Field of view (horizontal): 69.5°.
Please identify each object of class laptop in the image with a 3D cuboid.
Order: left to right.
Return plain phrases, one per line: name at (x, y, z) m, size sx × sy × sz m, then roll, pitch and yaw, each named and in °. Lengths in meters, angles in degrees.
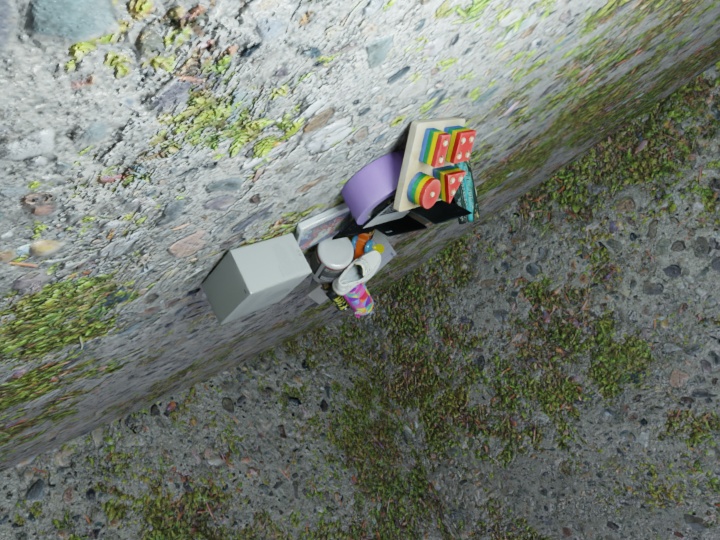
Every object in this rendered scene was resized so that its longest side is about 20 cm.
laptop at (0.052, -0.106, 1.460) m, size 0.175 × 0.105 × 0.199 m, roll -14°, pitch 165°, yaw -45°
laptop at (0.141, -0.128, 1.312) m, size 0.186 × 0.117 × 0.199 m, roll -19°, pitch 167°, yaw -48°

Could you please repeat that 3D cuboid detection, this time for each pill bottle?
pill bottle at (-0.098, -0.032, 1.632) m, size 0.114 × 0.117 × 0.200 m, roll -26°, pitch 171°, yaw -22°

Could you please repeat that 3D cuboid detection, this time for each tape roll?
tape roll at (0.057, -0.202, 1.282) m, size 0.197 × 0.086 × 0.200 m, roll -28°, pitch 172°, yaw -5°

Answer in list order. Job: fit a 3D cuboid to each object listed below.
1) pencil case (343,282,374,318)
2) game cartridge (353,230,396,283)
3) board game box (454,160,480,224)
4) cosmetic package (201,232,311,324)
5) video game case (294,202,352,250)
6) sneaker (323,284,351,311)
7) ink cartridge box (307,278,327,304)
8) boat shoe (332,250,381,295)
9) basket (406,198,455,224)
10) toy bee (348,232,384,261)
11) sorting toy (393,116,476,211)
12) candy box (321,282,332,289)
pencil case at (-0.013, 0.080, 1.693) m, size 0.087 × 0.089 × 0.201 m, roll -29°, pitch 147°, yaw 0°
game cartridge at (0.018, -0.046, 1.791) m, size 0.199 × 0.130 × 0.038 m, roll -41°, pitch -171°, yaw -18°
board game box at (0.301, -0.240, 1.508) m, size 0.028 × 0.205 × 0.135 m, roll -9°, pitch -176°, yaw 31°
cosmetic package at (-0.268, 0.020, 1.331) m, size 0.198 × 0.124 × 0.199 m, roll -23°, pitch 169°, yaw -45°
video game case at (-0.100, -0.120, 1.431) m, size 0.180 × 0.023 × 0.200 m, roll -27°, pitch 171°, yaw -19°
sneaker at (-0.066, 0.089, 1.749) m, size 0.074 × 0.086 × 0.200 m, roll -31°, pitch 168°, yaw 3°
ink cartridge box at (-0.102, 0.023, 1.924) m, size 0.199 × 0.068 × 0.116 m, roll -35°, pitch -152°, yaw 33°
boat shoe at (0.000, 0.000, 1.578) m, size 0.200 × 0.071 × 0.069 m, roll -42°, pitch 176°, yaw -29°
basket at (0.172, -0.197, 1.538) m, size 0.199 × 0.136 × 0.181 m, roll -32°, pitch -161°, yaw 46°
toy bee at (0.024, -0.102, 1.676) m, size 0.109 × 0.130 × 0.201 m, roll -54°, pitch 179°, yaw -43°
sorting toy at (0.178, -0.236, 1.186) m, size 0.198 × 0.069 × 0.202 m, roll -22°, pitch 132°, yaw -46°
candy box at (-0.062, -0.018, 1.818) m, size 0.198 × 0.118 × 0.057 m, roll -26°, pitch 168°, yaw -27°
